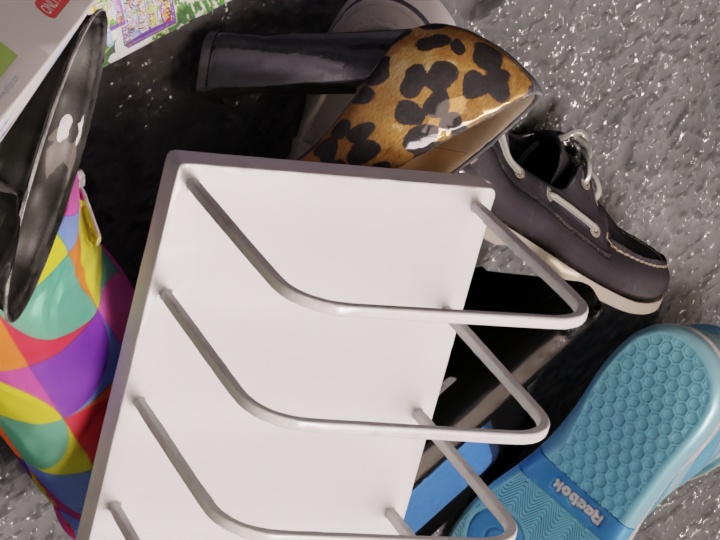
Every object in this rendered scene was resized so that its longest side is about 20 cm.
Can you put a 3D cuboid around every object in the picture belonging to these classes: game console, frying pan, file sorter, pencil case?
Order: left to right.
[{"bbox_3d":[-0.121,-0.015,1.025,0.191,0.031,0.115,-71,178,-48],"label":"frying pan"},{"bbox_3d":[-0.118,0.031,1.199,0.088,0.088,0.200,-42,140,-16],"label":"pencil case"},{"bbox_3d":[-0.013,0.075,1.143,0.138,0.125,0.201,4,114,-27],"label":"file sorter"},{"bbox_3d":[0.025,0.103,1.371,0.200,0.176,0.117,-41,110,-19],"label":"game console"}]

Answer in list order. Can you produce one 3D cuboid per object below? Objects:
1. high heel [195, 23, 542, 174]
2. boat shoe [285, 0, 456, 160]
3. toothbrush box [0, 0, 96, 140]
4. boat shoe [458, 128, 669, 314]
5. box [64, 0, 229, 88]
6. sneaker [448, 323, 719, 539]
[{"bbox_3d":[0.000,0.000,1.203,0.071,0.142,0.201,7,85,-72],"label":"high heel"},{"bbox_3d":[-0.008,-0.026,1.274,0.066,0.072,0.201,-45,157,-59],"label":"boat shoe"},{"bbox_3d":[-0.182,-0.014,0.925,0.200,0.086,0.146,-53,-174,20],"label":"toothbrush box"},{"bbox_3d":[0.089,-0.035,1.374,0.200,0.073,0.063,25,99,-45],"label":"boat shoe"},{"bbox_3d":[-0.094,-0.180,1.084,0.136,0.039,0.201,-29,124,-20],"label":"box"},{"bbox_3d":[0.129,0.106,1.506,0.200,0.080,0.130,-47,166,20],"label":"sneaker"}]
